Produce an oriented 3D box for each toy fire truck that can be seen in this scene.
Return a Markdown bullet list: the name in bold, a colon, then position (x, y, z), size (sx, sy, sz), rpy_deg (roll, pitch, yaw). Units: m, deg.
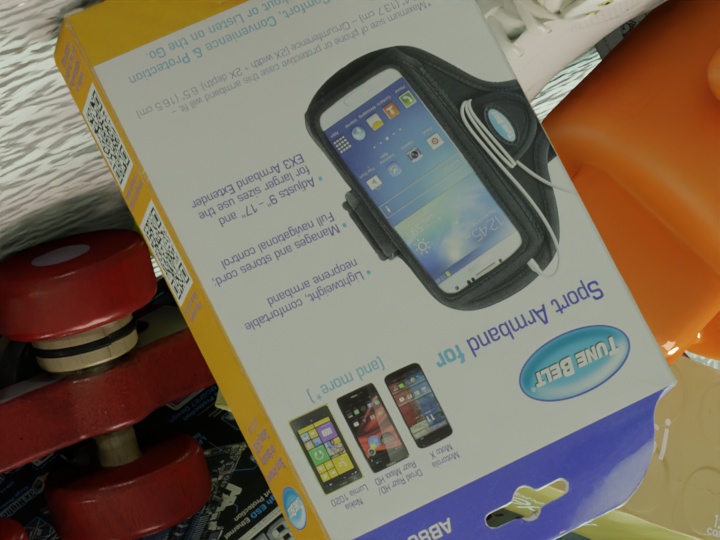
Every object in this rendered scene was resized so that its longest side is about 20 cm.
- **toy fire truck**: position (-0.160, 0.055, 1.180), size (0.200, 0.112, 0.168), rpy_deg (-24, -162, -30)

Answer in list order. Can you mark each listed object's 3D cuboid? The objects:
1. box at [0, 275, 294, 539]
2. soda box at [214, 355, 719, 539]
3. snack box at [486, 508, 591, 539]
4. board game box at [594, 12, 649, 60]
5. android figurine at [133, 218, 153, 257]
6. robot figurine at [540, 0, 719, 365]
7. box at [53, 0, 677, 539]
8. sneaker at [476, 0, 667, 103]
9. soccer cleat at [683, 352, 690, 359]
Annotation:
- **box**: position (-0.087, 0.109, 1.211), size (0.200, 0.198, 0.050), rpy_deg (-39, 135, -22)
- **soda box**: position (0.050, 0.047, 1.093), size (0.200, 0.068, 0.064), rpy_deg (21, 164, -31)
- **snack box**: position (0.087, 0.112, 1.277), size (0.169, 0.068, 0.200), rpy_deg (12, -152, 36)
- **board game box**: position (0.214, -0.111, 1.261), size (0.200, 0.105, 0.103), rpy_deg (-29, 173, 22)
- **android figurine**: position (0.000, 0.000, 1.171), size (0.182, 0.041, 0.200), rpy_deg (14, 167, -6)
- **robot figurine**: position (0.140, -0.048, 1.040), size (0.117, 0.144, 0.200), rpy_deg (25, -120, 42)
- **box**: position (0.005, -0.006, 0.885), size (0.119, 0.200, 0.041), rpy_deg (-24, 172, -17)
- **sneaker**: position (0.041, -0.090, 0.966), size (0.200, 0.074, 0.116), rpy_deg (-37, 171, 2)
- **soccer cleat**: position (0.044, 0.047, 1.268), size (0.200, 0.069, 0.085), rpy_deg (7, -169, 16)
